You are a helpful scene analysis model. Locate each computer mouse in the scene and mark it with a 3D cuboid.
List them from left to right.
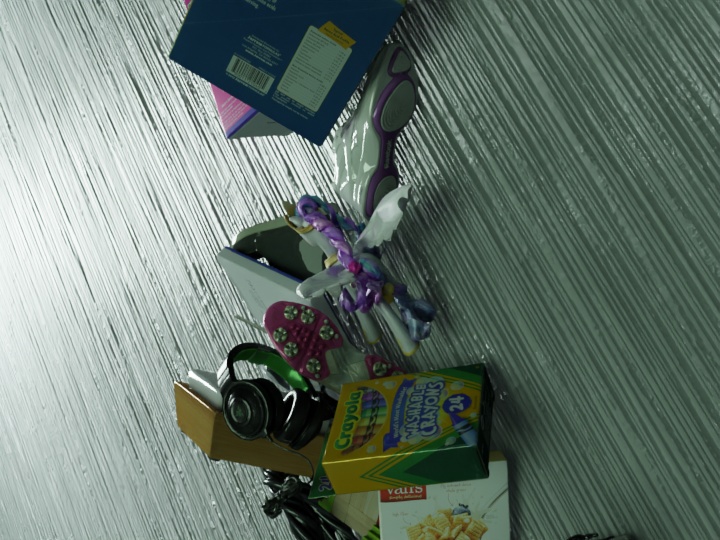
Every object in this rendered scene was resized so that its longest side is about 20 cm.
[{"bbox_3d":[-0.063,0.145,1.218,0.199,0.109,0.044,26,96,52],"label":"computer mouse"}]

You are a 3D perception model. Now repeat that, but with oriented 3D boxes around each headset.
[{"bbox_3d":[-0.101,0.171,1.063,0.094,0.122,0.201,-53,39,25],"label":"headset"}]

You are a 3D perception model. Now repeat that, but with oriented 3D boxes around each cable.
[{"bbox_3d":[-0.052,0.323,1.195,0.051,0.163,0.201,-35,66,-2],"label":"cable"}]

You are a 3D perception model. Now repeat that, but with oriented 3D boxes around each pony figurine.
[{"bbox_3d":[0.000,0.000,1.051,0.201,0.167,0.193,51,164,-19],"label":"pony figurine"}]

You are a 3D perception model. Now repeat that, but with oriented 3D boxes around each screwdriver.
[{"bbox_3d":[-0.107,0.086,1.250,0.199,0.028,0.030,28,123,40],"label":"screwdriver"}]

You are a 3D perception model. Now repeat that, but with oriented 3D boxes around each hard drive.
[{"bbox_3d":[-0.095,0.046,1.227,0.199,0.025,0.133,23,150,44],"label":"hard drive"}]

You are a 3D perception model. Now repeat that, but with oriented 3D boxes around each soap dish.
[{"bbox_3d":[-0.127,0.195,1.191,0.157,0.198,0.082,16,88,60],"label":"soap dish"}]

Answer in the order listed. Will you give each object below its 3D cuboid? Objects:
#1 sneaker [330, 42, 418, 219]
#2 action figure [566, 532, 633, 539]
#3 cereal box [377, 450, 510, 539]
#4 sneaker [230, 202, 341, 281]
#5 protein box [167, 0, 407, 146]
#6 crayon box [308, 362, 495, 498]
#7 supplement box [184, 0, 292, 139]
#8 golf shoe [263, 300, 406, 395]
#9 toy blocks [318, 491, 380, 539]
[{"bbox_3d":[0.005,-0.164,1.083,0.099,0.074,0.203,33,121,38],"label":"sneaker"},{"bbox_3d":[0.220,0.313,0.906,0.100,0.200,0.121,-4,67,13],"label":"action figure"},{"bbox_3d":[0.093,0.303,1.038,0.040,0.141,0.203,-108,14,-82],"label":"cereal box"},{"bbox_3d":[-0.096,-0.012,1.230,0.199,0.074,0.108,-17,86,48],"label":"sneaker"},{"bbox_3d":[-0.070,-0.287,1.027,0.197,0.136,0.201,29,130,-10],"label":"protein box"},{"bbox_3d":[0.039,0.170,1.010,0.197,0.126,0.052,-12,121,18],"label":"crayon box"},{"bbox_3d":[-0.134,-0.279,1.198,0.103,0.100,0.203,-27,77,48],"label":"supplement box"},{"bbox_3d":[-0.034,0.111,1.130,0.199,0.076,0.092,36,164,-1],"label":"golf shoe"},{"bbox_3d":[0.046,0.257,1.124,0.199,0.099,0.139,23,103,44],"label":"toy blocks"}]
